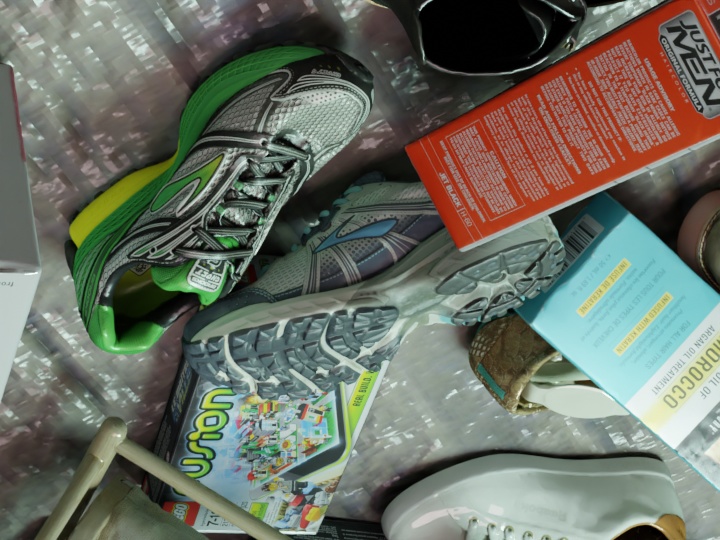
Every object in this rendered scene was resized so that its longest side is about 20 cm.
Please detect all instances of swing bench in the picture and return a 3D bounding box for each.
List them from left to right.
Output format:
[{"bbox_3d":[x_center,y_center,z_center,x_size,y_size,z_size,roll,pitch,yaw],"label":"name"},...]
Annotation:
[{"bbox_3d":[-0.112,0.222,0.983,0.198,0.130,0.200,32,140,-1],"label":"swing bench"}]

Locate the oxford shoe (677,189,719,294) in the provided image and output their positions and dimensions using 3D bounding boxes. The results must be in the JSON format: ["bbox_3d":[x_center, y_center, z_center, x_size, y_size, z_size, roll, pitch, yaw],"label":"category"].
[{"bbox_3d":[0.265,0.022,0.990,0.200,0.074,0.071,24,95,-36],"label":"oxford shoe"}]

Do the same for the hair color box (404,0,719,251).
[{"bbox_3d":[0.121,-0.078,0.776,0.101,0.061,0.200,-31,-176,-38],"label":"hair color box"}]

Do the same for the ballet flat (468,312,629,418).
[{"bbox_3d":[0.163,0.059,1.015,0.199,0.065,0.071,-5,134,-13],"label":"ballet flat"}]

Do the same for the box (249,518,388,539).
[{"bbox_3d":[0.004,0.253,1.145,0.199,0.086,0.164,11,129,-26],"label":"box"}]

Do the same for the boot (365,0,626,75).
[{"bbox_3d":[0.098,-0.127,0.745,0.199,0.138,0.078,-13,119,-7],"label":"boot"}]

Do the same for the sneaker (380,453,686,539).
[{"bbox_3d":[0.116,0.167,1.097,0.199,0.085,0.073,-4,137,-11],"label":"sneaker"}]

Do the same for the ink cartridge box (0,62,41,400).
[{"bbox_3d":[-0.214,0.018,0.798,0.084,0.146,0.200,7,132,-24],"label":"ink cartridge box"}]

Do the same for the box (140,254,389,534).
[{"bbox_3d":[-0.052,0.076,0.987,0.110,0.035,0.200,3,133,-20],"label":"box"}]

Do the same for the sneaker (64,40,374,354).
[{"bbox_3d":[-0.063,-0.030,0.841,0.078,0.085,0.200,27,121,-36],"label":"sneaker"}]

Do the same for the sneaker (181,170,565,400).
[{"bbox_3d":[0.000,0.000,0.891,0.199,0.087,0.078,-19,147,-5],"label":"sneaker"}]

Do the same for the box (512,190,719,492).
[{"bbox_3d":[0.180,0.052,0.953,0.200,0.049,0.082,40,96,-20],"label":"box"}]
